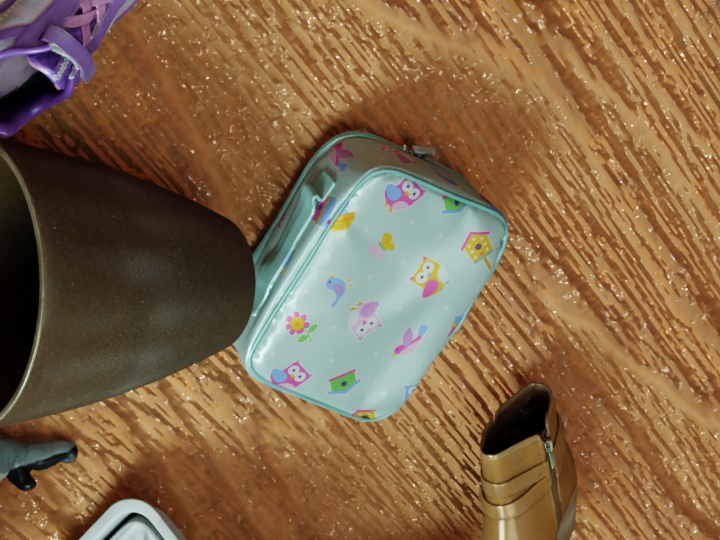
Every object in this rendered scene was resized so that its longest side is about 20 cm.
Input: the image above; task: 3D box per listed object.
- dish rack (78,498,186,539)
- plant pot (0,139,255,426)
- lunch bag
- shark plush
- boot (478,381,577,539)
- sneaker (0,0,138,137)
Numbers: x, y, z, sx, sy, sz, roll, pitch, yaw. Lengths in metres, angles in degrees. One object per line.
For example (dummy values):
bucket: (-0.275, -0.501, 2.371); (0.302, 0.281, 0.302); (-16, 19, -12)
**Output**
dish rack: (-0.149, 0.283, 1.614); (0.172, 0.200, 0.043); (-46, 165, 23)
plant pot: (-0.174, 0.009, 1.445); (0.199, 0.187, 0.188); (1, 120, -40)
lunch bag: (0.000, 0.000, 1.569); (0.160, 0.077, 0.201); (22, 108, -32)
shark plush: (-0.283, 0.117, 1.521); (0.199, 0.091, 0.084); (9, 85, -24)
boot: (0.117, 0.199, 1.697); (0.200, 0.076, 0.156); (-52, 146, -36)
sneaker: (-0.187, -0.156, 1.379); (0.200, 0.089, 0.080); (-43, 126, 3)
